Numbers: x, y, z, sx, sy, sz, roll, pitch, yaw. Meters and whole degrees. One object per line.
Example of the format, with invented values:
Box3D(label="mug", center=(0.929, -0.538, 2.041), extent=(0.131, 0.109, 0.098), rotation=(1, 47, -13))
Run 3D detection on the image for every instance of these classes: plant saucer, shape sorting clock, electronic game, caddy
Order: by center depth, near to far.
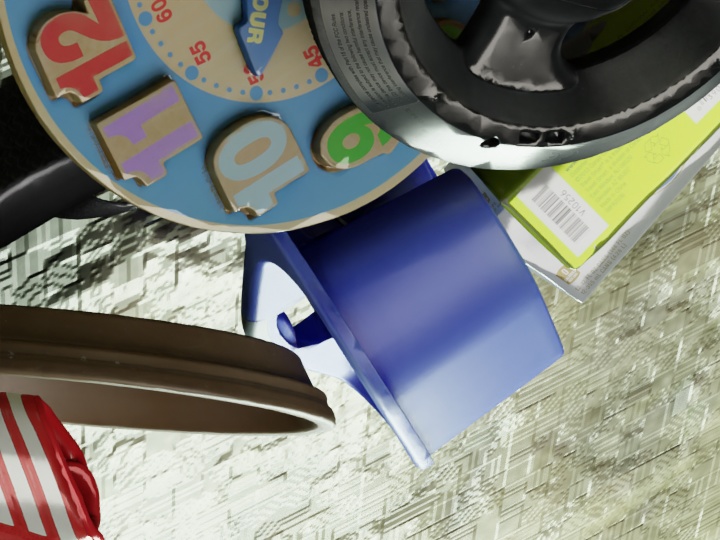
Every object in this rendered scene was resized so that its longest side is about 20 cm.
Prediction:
Box3D(label="electronic game", center=(0.073, -0.122, 1.000), extent=(0.200, 0.042, 0.200), rotation=(-14, 128, -18))
Box3D(label="shape sorting clock", center=(-0.034, -0.112, 1.024), extent=(0.199, 0.039, 0.201), rotation=(-5, 102, -22))
Box3D(label="plant saucer", center=(-0.107, 0.038, 1.113), extent=(0.200, 0.200, 0.030), rotation=(15, 78, -53))
Box3D(label="caddy", center=(0.000, 0.000, 1.169), extent=(0.105, 0.142, 0.200), rotation=(-33, 158, -1))

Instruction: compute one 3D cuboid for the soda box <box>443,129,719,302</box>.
Box3D(label="soda box", center=(0.128, -0.088, 1.262), extent=(0.064, 0.068, 0.200), rotation=(33, 104, -27))

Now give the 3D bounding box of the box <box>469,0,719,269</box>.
Box3D(label="box", center=(0.087, -0.083, 1.166), extent=(0.122, 0.200, 0.048), rotation=(-45, 111, 4))

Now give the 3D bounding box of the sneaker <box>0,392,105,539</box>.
Box3D(label="sneaker", center=(-0.156, 0.125, 1.101), extent=(0.115, 0.078, 0.200), rotation=(2, 132, -20))

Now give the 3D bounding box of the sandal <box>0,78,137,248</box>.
Box3D(label="sandal", center=(-0.103, -0.046, 1.087), extent=(0.200, 0.076, 0.043), rotation=(-26, 135, -5))
